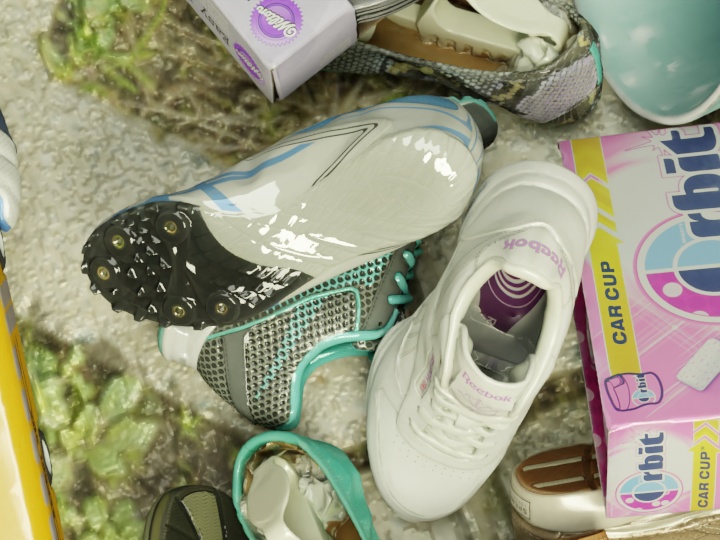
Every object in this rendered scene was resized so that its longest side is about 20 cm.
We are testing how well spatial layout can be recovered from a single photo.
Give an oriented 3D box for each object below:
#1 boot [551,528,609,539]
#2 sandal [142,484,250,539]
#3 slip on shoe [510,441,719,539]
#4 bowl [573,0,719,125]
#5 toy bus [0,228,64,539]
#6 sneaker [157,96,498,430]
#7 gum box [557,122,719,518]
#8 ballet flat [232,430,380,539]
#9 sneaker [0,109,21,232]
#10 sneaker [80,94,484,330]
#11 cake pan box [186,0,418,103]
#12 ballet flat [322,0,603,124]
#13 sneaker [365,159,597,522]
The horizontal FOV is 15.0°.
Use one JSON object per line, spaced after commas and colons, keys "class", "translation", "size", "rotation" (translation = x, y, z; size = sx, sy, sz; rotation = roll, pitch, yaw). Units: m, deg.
{"class": "boot", "translation": [0.123, 0.194, 1.247], "size": [0.199, 0.077, 0.156], "rotation": [-8, 87, 11]}
{"class": "sandal", "translation": [-0.090, 0.200, 1.275], "size": [0.057, 0.080, 0.202], "rotation": [-18, 54, 43]}
{"class": "slip on shoe", "translation": [0.170, 0.109, 1.297], "size": [0.199, 0.076, 0.061], "rotation": [-11, 111, -10]}
{"class": "bowl", "translation": [0.186, -0.176, 1.335], "size": [0.104, 0.201, 0.202], "rotation": [-8, 70, -22]}
{"class": "toy bus", "translation": [-0.188, 0.061, 1.287], "size": [0.065, 0.078, 0.201], "rotation": [-12, 97, -2]}
{"class": "sneaker", "translation": [0.000, 0.000, 1.334], "size": [0.200, 0.078, 0.091], "rotation": [-42, 78, -1]}
{"class": "gum box", "translation": [0.159, 0.015, 1.287], "size": [0.113, 0.066, 0.201], "rotation": [-5, 46, 0]}
{"class": "ballet flat", "translation": [-0.014, 0.145, 1.241], "size": [0.067, 0.070, 0.200], "rotation": [-48, 41, 17]}
{"class": "sneaker", "translation": [-0.266, -0.035, 1.345], "size": [0.199, 0.081, 0.147], "rotation": [-24, 68, -12]}
{"class": "sneaker", "translation": [-0.035, -0.027, 1.279], "size": [0.199, 0.073, 0.072], "rotation": [-18, 108, 13]}
{"class": "cake pan box", "translation": [-0.028, -0.207, 1.338], "size": [0.184, 0.052, 0.200], "rotation": [-37, 75, -7]}
{"class": "ballet flat", "translation": [0.028, -0.130, 1.372], "size": [0.199, 0.072, 0.072], "rotation": [15, 73, 8]}
{"class": "sneaker", "translation": [0.046, 0.046, 1.254], "size": [0.074, 0.201, 0.100], "rotation": [20, 34, -2]}
